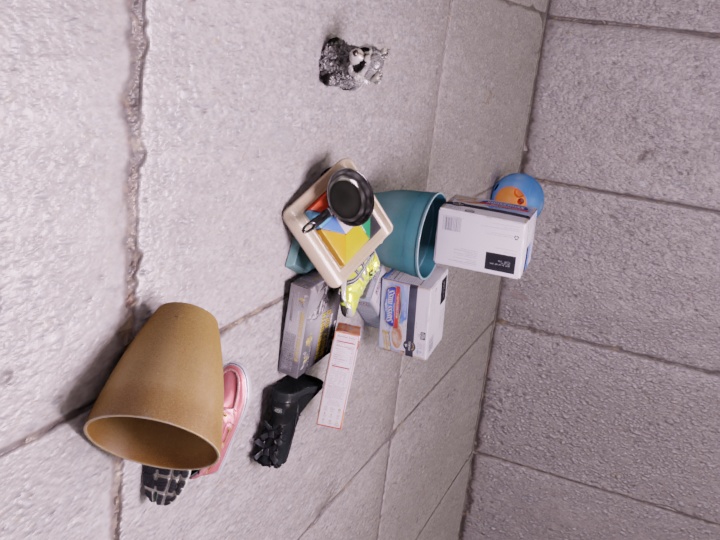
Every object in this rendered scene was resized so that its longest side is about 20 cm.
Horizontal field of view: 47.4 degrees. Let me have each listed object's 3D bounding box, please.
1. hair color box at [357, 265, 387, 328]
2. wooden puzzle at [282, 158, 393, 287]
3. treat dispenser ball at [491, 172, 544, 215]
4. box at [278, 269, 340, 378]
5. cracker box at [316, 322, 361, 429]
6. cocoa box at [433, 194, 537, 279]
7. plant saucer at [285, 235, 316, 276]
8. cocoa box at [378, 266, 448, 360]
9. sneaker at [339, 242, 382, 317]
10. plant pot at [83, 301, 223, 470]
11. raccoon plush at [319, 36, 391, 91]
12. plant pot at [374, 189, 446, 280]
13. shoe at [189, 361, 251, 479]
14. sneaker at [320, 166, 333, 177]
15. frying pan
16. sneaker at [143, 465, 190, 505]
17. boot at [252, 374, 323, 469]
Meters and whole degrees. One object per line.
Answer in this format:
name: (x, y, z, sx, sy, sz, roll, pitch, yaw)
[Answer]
hair color box: (0.036, 0.066, 2.042, 0.200, 0.060, 0.100, 60, 46, -62)
wooden puzzle: (-0.036, -0.095, 1.607, 0.200, 0.037, 0.186, -45, 112, -31)
treat dispenser ball: (0.598, -0.269, 3.123, 0.201, 0.200, 0.202, 13, 90, -70)
box: (-0.099, 0.100, 1.693, 0.158, 0.048, 0.201, -31, 136, -61)
cracker box: (-0.045, 0.219, 1.737, 0.134, 0.057, 0.201, -71, 173, -86)
cocoa box: (0.282, -0.079, 1.844, 0.131, 0.199, 0.134, -40, 138, -59)
plant saucer: (-0.101, -0.019, 1.691, 0.200, 0.019, 0.070, 34, 70, -67)
cocoa box: (0.130, 0.095, 2.029, 0.133, 0.130, 0.201, -43, 140, -57)
sneaker: (0.000, 0.000, 1.672, 0.075, 0.076, 0.201, 98, 2, -72)
plant pot: (-0.267, 0.154, 1.161, 0.187, 0.185, 0.201, 73, 22, -53)
raccoon plush: (0.012, -0.395, 1.592, 0.200, 0.133, 0.097, -19, 119, -66)
plant pot: (0.078, -0.096, 1.872, 0.200, 0.187, 0.201, 13, 90, -70)
shoe: (-0.246, 0.254, 1.390, 0.091, 0.071, 0.201, 13, 94, -75)
sneaker: (-0.045, -0.106, 1.689, 0.088, 0.075, 0.202, 20, 76, -76)
frying pan: (-0.037, -0.111, 1.567, 0.115, 0.031, 0.191, 42, 61, -25)
sneaker: (-0.285, 0.274, 1.306, 0.080, 0.077, 0.201, 46, 58, -76)
boot: (-0.148, 0.308, 1.685, 0.198, 0.073, 0.164, -15, 119, -71)
